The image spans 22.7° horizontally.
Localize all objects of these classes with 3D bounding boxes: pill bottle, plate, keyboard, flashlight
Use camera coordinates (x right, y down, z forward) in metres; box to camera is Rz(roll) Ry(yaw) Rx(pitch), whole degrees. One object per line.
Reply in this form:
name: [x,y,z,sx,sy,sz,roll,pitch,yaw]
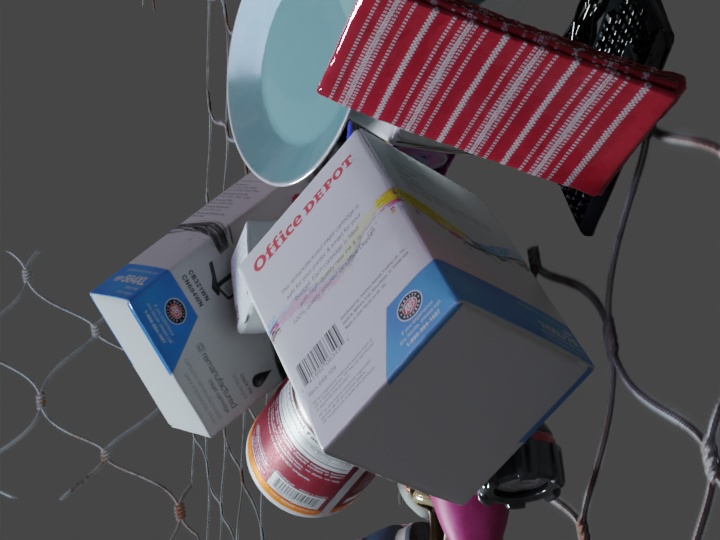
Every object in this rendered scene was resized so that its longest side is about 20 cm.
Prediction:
pill bottle: [-0.015,0.118,1.494,0.200,0.113,0.113,126,140,-51]
plate: [-0.044,-0.163,1.368,0.200,0.026,0.201,-10,78,56]
keyboard: [0.146,-0.116,1.153,0.200,0.040,0.104,105,157,-52]
flashlight: [0.106,0.074,1.331,0.068,0.068,0.200,90,175,-63]

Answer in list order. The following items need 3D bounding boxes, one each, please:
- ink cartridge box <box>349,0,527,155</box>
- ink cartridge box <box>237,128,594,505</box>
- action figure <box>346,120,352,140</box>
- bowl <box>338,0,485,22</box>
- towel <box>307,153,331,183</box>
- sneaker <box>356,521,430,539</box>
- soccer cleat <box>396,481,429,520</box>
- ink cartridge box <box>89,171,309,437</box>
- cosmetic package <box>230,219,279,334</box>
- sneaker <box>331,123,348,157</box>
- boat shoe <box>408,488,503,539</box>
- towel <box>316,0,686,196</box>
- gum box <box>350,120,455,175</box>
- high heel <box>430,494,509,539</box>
ink cartridge box: [0.028,-0.186,1.364,0.200,0.084,0.145,36,114,53]
ink cartridge box: [0.034,0.032,1.270,0.147,0.146,0.200,-48,42,19]
action figure: [-0.024,-0.104,1.654,0.065,0.099,0.200,55,-146,-56]
bowl: [0.048,-0.233,1.137,0.105,0.201,0.201,50,159,7]
towel: [-0.027,-0.175,1.549,0.146,0.030,0.200,84,-162,-81]
sneaker: [0.027,0.255,1.557,0.200,0.082,0.070,50,-153,-70]
soccer cleat: [0.048,0.126,1.586,0.078,0.069,0.200,71,-169,-62]
ink cartridge box: [-0.106,0.024,1.538,0.084,0.200,0.146,6,130,58]
cosmetic package: [0.000,0.000,1.453,0.102,0.200,0.074,124,142,-69]
sneaker: [-0.028,-0.117,1.835,0.200,0.071,0.098,-132,40,-66]
boat shoe: [0.076,0.178,1.475,0.071,0.064,0.200,129,136,-71]
towel: [0.082,-0.111,1.085,0.145,0.200,0.023,121,167,-62]
gum box: [0.041,-0.142,1.532,0.200,0.066,0.114,119,146,-67]
high heel: [0.090,0.124,1.404,0.096,0.067,0.200,93,-179,-66]
